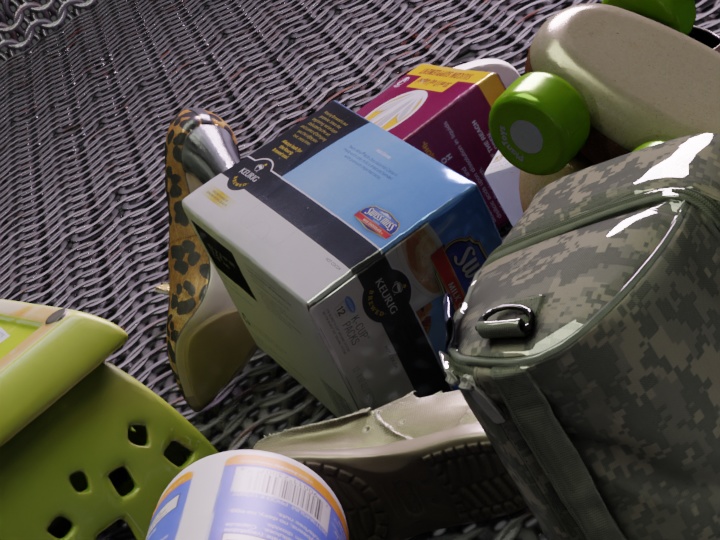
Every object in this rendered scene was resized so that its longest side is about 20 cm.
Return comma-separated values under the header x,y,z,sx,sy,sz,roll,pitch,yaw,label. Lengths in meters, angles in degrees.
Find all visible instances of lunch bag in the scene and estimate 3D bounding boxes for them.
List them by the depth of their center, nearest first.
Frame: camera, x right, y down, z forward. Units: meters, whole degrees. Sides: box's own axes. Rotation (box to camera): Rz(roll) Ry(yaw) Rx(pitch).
x,y,z,sx,sy,sz,roll,pitch,yaw,label
0.129,0.062,0.847,0.139,0.201,0.168,-17,23,36,lunch bag

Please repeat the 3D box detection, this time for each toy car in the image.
x,y,z,sx,sy,sz,roll,pitch,yaw,label
0.157,-0.049,1.158,0.157,0.201,0.164,32,49,17,toy car

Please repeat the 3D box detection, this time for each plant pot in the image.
x,y,z,sx,sy,sz,roll,pitch,yaw,label
-0.212,0.133,1.206,0.199,0.182,0.199,-40,23,-24,plant pot

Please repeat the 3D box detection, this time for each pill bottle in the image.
x,y,z,sx,sy,sz,roll,pitch,yaw,label
-0.066,0.186,0.969,0.111,0.113,0.200,-26,21,15,pill bottle

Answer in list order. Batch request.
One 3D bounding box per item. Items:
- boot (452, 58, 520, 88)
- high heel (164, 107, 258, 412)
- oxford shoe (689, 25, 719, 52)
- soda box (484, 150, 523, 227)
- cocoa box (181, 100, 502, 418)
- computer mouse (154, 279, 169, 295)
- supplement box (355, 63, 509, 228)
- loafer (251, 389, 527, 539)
x,y,z,sx,sy,sz,roll,pitch,yaw,label
0.037,-0.117,1.582,0.199,0.073,0.090,-32,26,1,boot
-0.116,-0.011,1.390,0.071,0.201,0.143,-2,35,-26,high heel
0.228,-0.146,1.372,0.071,0.073,0.200,-36,20,-10,oxford shoe
0.187,-0.081,1.286,0.199,0.068,0.064,-19,24,32,soda box
0.000,0.000,1.227,0.131,0.134,0.200,-34,32,-13,cocoa box
-0.117,-0.018,1.552,0.140,0.046,0.200,-27,5,18,computer mouse
0.021,-0.055,1.417,0.200,0.104,0.131,-38,22,-14,supplement box
0.017,0.111,1.089,0.198,0.076,0.068,-10,26,27,loafer
